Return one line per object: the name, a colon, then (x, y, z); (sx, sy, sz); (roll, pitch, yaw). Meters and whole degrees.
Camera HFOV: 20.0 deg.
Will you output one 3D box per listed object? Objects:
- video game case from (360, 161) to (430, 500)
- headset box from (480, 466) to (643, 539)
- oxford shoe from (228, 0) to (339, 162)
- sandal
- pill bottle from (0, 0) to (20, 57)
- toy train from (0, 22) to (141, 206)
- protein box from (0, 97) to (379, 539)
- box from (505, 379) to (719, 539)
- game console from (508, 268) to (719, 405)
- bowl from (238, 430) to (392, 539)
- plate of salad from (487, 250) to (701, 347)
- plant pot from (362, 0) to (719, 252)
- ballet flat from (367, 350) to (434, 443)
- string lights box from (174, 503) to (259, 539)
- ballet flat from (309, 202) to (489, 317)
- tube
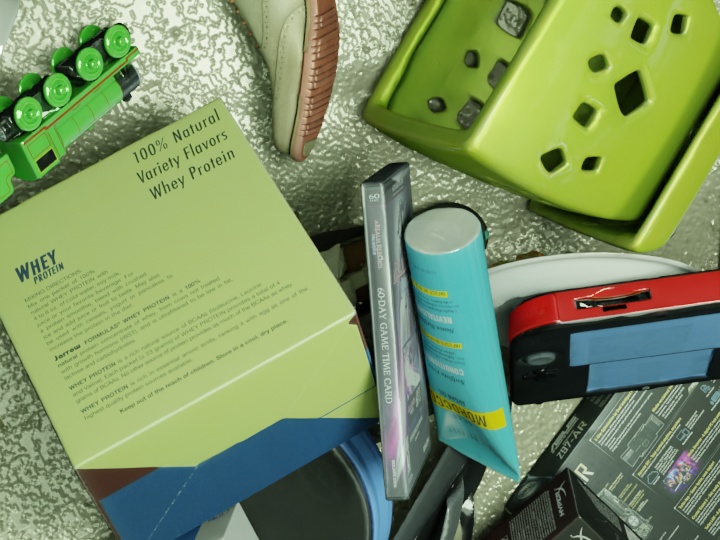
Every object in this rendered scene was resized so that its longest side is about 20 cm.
video game case: (0.024, 0.036, 1.340); (0.019, 0.143, 0.202); (-3, 97, 8)
headset box: (0.129, 0.266, 1.480); (0.200, 0.077, 0.149); (-41, 108, 14)
oxford shoe: (-0.054, -0.177, 1.410); (0.073, 0.071, 0.202); (4, 98, 11)
sandal: (0.063, 0.179, 1.460); (0.043, 0.076, 0.201); (25, 81, 19)
pill bottle: (-0.325, -0.178, 1.307); (0.198, 0.113, 0.114); (23, 92, -16)
toy train: (-0.214, -0.095, 1.346); (0.200, 0.041, 0.057); (-45, 124, -33)
protein box: (-0.120, 0.037, 1.327); (0.197, 0.201, 0.135); (-28, 147, -8)
box: (0.229, 0.149, 1.529); (0.160, 0.044, 0.201); (37, 88, -16)
game console: (0.200, 0.051, 1.405); (0.198, 0.177, 0.031); (-7, 65, 2)
bowl: (-0.077, 0.167, 1.419); (0.198, 0.039, 0.203); (2, 110, 6)
plate of salad: (0.149, 0.015, 1.425); (0.198, 0.200, 0.049); (3, 68, -14)
plant pot: (0.148, -0.131, 1.395); (0.181, 0.199, 0.201); (31, 88, -23)
ballet flat: (0.002, 0.105, 1.466); (0.199, 0.067, 0.057); (-27, 133, -3)
string lights box: (-0.152, 0.249, 1.404); (0.198, 0.059, 0.103); (-24, 104, 15)
ballet flat: (0.000, 0.000, 1.438); (0.198, 0.068, 0.069); (-24, 101, -10)
tube: (0.068, 0.053, 1.373); (0.050, 0.077, 0.201); (-32, 131, -26)
